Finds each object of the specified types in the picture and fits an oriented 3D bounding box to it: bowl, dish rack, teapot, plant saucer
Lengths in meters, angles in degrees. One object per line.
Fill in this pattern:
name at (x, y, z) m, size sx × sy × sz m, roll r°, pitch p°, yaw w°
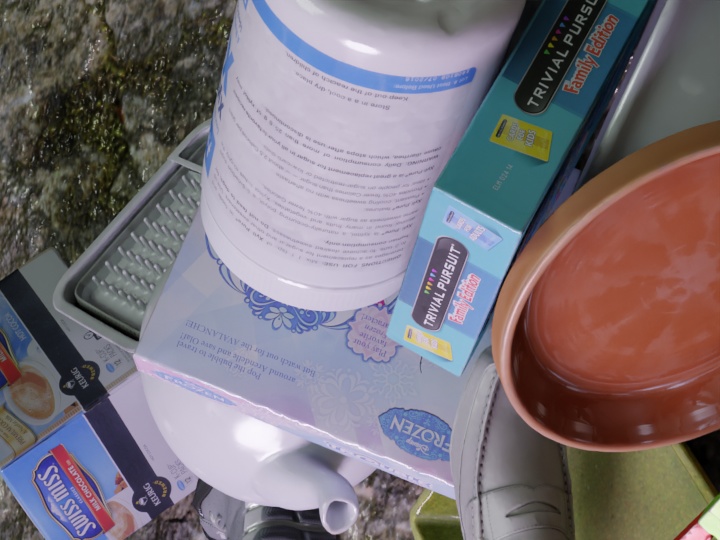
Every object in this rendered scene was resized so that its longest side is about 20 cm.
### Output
bowl at (0.174, -0.083, 0.848) m, size 0.201 × 0.090 × 0.203 m, roll 24°, pitch -90°, yaw -86°
dish rack at (-0.119, -0.020, 1.240) m, size 0.200 × 0.044 × 0.171 m, roll -49°, pitch 36°, yaw -15°
teapot at (-0.032, 0.040, 1.057) m, size 0.201 × 0.197 × 0.146 m, roll 56°, pitch 141°, yaw -1°
plant saucer at (0.127, 0.151, 0.940) m, size 0.200 × 0.047 × 0.201 m, roll -56°, pitch 44°, yaw 31°
plant saucer at (0.154, 0.007, 0.802) m, size 0.201 × 0.199 × 0.032 m, roll -56°, pitch 39°, yaw 31°

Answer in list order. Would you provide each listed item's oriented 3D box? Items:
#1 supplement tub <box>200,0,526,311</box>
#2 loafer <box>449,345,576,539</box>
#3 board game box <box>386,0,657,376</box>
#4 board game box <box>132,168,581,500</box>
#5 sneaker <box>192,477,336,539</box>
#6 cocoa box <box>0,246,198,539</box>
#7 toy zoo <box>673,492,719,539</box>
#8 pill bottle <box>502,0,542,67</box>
supplement tub at (-0.004, -0.089, 0.838) m, size 0.201 × 0.131 × 0.133 m, roll 110°, pitch 146°, yaw -49°
loafer at (0.086, 0.139, 0.897) m, size 0.070 × 0.069 × 0.203 m, roll -176°, pitch 83°, yaw -68°
board game box at (0.085, -0.068, 0.840) m, size 0.201 × 0.047 × 0.151 m, roll -59°, pitch -8°, yaw -28°
board game box at (0.000, 0.000, 0.976) m, size 0.043 × 0.198 × 0.201 m, roll 100°, pitch -168°, yaw -72°
sneaker at (-0.072, 0.192, 1.194) m, size 0.115 × 0.074 × 0.202 m, roll -40°, pitch 44°, yaw 49°
cocoa box at (-0.231, 0.105, 1.322) m, size 0.200 × 0.131 × 0.134 m, roll 44°, pitch 163°, yaw 47°
toy zoo at (0.182, 0.194, 0.825) m, size 0.131 × 0.020 × 0.201 m, roll 42°, pitch 122°, yaw 10°
pill bottle at (0.046, -0.156, 1.003) m, size 0.200 × 0.105 × 0.107 m, roll -109°, pitch 31°, yaw -81°
